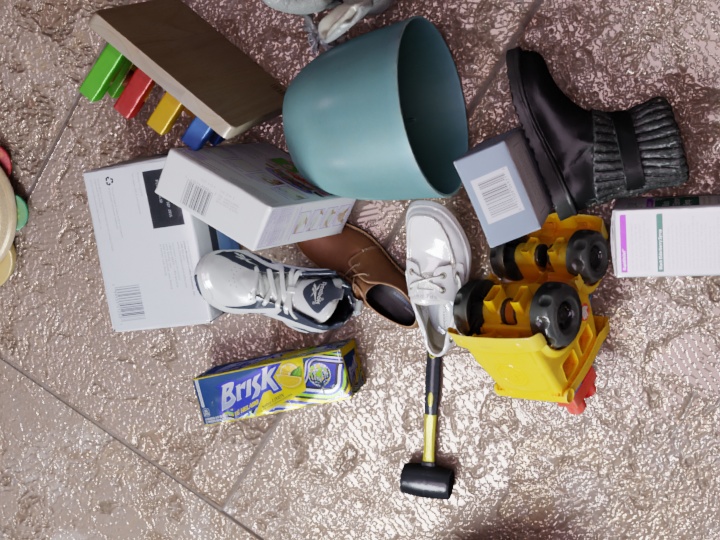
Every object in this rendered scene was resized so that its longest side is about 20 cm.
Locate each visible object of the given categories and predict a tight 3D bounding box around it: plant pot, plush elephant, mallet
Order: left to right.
[{"bbox_3d":[-0.025,-0.334,1.371,0.155,0.165,0.200,-2,127,38],"label":"plush elephant"},{"bbox_3d":[0.011,-0.168,1.386,0.161,0.201,0.201,-9,99,26],"label":"plant pot"},{"bbox_3d":[0.076,0.183,1.521,0.066,0.041,0.200,-3,96,17],"label":"mallet"}]

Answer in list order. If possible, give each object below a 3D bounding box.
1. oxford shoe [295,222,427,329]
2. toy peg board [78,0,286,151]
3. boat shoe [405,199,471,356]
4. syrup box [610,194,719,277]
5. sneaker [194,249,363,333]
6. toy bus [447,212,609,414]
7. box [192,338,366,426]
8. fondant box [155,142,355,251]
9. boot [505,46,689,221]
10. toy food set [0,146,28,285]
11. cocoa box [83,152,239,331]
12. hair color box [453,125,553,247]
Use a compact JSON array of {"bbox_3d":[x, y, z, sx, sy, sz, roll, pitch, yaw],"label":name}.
[{"bbox_3d":[0.000,0.000,1.483,0.200,0.071,0.071,34,109,7],"label":"oxford shoe"},{"bbox_3d":[-0.207,-0.208,1.428,0.199,0.200,0.098,40,115,3],"label":"toy peg board"},{"bbox_3d":[0.086,0.014,1.400,0.071,0.069,0.200,5,130,27],"label":"boat shoe"},{"bbox_3d":[0.381,-0.040,1.371,0.200,0.079,0.082,0,102,15],"label":"syrup box"},{"bbox_3d":[-0.083,0.022,1.431,0.130,0.199,0.080,-9,59,50],"label":"sneaker"},{"bbox_3d":[0.220,0.060,1.401,0.136,0.200,0.192,0,134,45],"label":"toy bus"},{"bbox_3d":[-0.101,0.138,1.536,0.200,0.070,0.064,-13,96,16],"label":"box"},{"bbox_3d":[-0.114,-0.088,1.410,0.144,0.200,0.058,30,111,21],"label":"fondant box"},{"bbox_3d":[0.262,-0.171,1.374,0.158,0.079,0.211,-21,89,12],"label":"boot"},{"bbox_3d":[-0.528,-0.082,1.611,0.200,0.049,0.198,21,105,10],"label":"toy food set"},{"bbox_3d":[-0.232,-0.041,1.500,0.133,0.131,0.200,-7,100,16],"label":"cocoa box"},{"bbox_3d":[0.161,-0.096,1.352,0.061,0.200,0.099,-22,95,17],"label":"hair color box"}]
